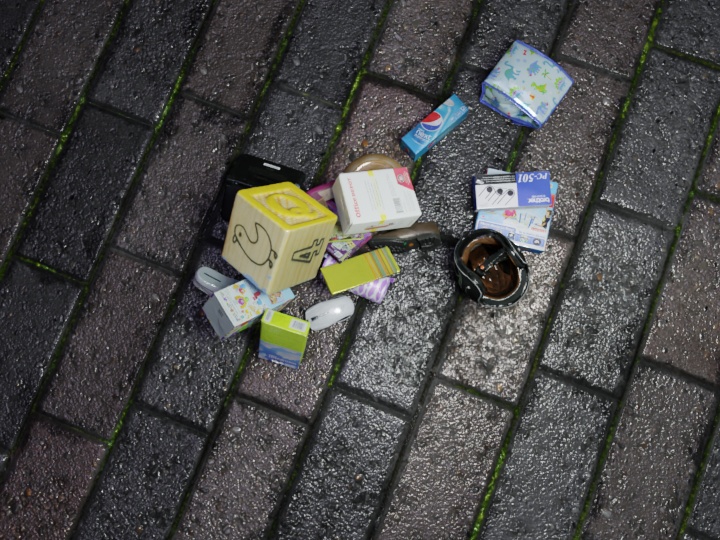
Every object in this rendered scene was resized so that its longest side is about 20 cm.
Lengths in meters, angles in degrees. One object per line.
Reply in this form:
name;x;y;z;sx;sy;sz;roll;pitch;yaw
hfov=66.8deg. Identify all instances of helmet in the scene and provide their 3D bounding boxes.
helmet;0.343;-0.001;1.434;0.200;0.191;0.200;-14;56;22

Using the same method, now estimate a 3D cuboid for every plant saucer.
plant saucer;0.040;-0.240;1.549;0.200;0.035;0.200;0;83;2

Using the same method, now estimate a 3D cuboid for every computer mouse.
computer mouse;-0.114;0.125;1.506;0.200;0.044;0.110;-24;82;-1

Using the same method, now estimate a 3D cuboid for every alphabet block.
alphabet block;-0.209;-0.087;1.404;0.195;0.196;0.200;36;124;22

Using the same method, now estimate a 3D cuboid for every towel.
towel;0.000;0.000;1.456;0.200;0.018;0.086;-19;65;-16

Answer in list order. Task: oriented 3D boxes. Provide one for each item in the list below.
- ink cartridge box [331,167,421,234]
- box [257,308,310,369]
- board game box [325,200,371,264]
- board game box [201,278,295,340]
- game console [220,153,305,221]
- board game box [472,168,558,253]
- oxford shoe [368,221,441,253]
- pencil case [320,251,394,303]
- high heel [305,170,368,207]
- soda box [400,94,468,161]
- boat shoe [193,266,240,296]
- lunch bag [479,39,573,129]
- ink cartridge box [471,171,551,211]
ink cartridge box;0.039;-0.184;1.442;0.200;0.083;0.145;-9;74;-21
box;-0.204;0.185;1.441;0.122;0.200;0.048;18;53;-1
board game box;-0.079;-0.116;1.496;0.120;0.032;0.200;-42;62;-13
board game box;-0.293;0.085;1.435;0.200;0.103;0.105;-26;80;-42
game console;-0.279;-0.216;1.566;0.200;0.116;0.176;18;54;3
board game box;0.426;-0.164;1.517;0.200;0.056;0.196;13;83;3
oxford shoe;0.120;-0.097;1.522;0.200;0.073;0.085;-5;60;3
pencil case;-0.015;0.017;1.501;0.200;0.084;0.086;27;52;4
high heel;-0.069;-0.236;1.517;0.200;0.067;0.096;-27;38;-15
soda box;0.209;-0.403;1.547;0.200;0.068;0.064;-41;84;-3
boat shoe;-0.368;0.058;1.513;0.200;0.067;0.074;35;50;-13
lunch bag;0.463;-0.509;1.523;0.200;0.127;0.170;35;85;15
ink cartridge box;0.407;-0.213;1.473;0.200;0.044;0.094;-3;85;1
